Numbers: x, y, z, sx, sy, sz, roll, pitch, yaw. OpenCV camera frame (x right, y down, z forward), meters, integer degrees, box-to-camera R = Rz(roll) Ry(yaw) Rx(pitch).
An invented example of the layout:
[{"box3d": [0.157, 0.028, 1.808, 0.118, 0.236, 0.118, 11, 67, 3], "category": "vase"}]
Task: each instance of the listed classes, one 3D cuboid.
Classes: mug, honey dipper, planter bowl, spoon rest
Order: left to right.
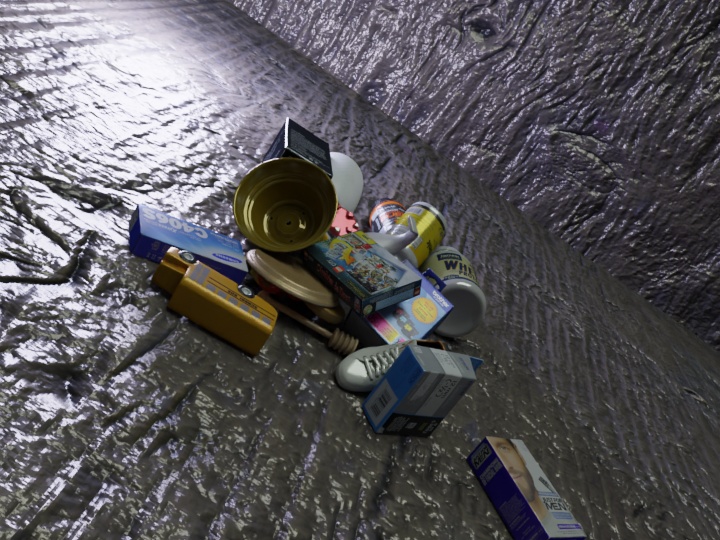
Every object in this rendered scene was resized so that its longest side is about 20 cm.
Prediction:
[{"box3d": [-0.141, -0.108, 1.334, 0.200, 0.200, 0.084, 43, -19, 17], "category": "planter bowl"}, {"box3d": [-0.096, 0.091, 1.242, 0.198, 0.038, 0.038, 31, 22, -5], "category": "honey dipper"}, {"box3d": [-0.080, -0.205, 1.648, 0.145, 0.203, 0.176, -7, 26, 13], "category": "mug"}, {"box3d": [0.049, -0.055, 1.532, 0.060, 0.198, 0.101, 18, 54, -49], "category": "spoon rest"}]

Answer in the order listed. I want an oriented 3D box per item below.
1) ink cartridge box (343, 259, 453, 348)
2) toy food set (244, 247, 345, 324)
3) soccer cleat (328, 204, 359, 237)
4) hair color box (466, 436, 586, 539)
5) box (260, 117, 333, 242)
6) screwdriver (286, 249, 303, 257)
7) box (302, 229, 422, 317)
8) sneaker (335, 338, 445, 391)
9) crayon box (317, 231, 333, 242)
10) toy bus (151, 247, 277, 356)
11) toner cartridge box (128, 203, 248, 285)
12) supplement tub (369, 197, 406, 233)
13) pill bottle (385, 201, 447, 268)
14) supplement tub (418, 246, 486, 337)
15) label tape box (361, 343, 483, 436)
[{"box3d": [0.083, 0.076, 1.338, 0.136, 0.077, 0.199, 44, 56, 9], "category": "ink cartridge box"}, {"box3d": [-0.124, 0.020, 1.279, 0.198, 0.049, 0.198, 21, 15, -36], "category": "toy food set"}, {"box3d": [-0.014, -0.058, 1.475, 0.200, 0.077, 0.067, 42, 61, 4], "category": "soccer cleat"}, {"box3d": [0.276, 0.380, 1.175, 0.108, 0.065, 0.201, 16, 28, -39], "category": "hair color box"}, {"box3d": [-0.157, -0.185, 1.477, 0.116, 0.198, 0.201, 27, 23, -20], "category": "box"}, {"box3d": [-0.091, -0.051, 1.385, 0.028, 0.197, 0.030, 118, -45, -76], "category": "screwdriver"}, {"box3d": [0.000, 0.000, 1.293, 0.135, 0.038, 0.200, -18, 40, -30], "category": "box"}, {"box3d": [0.054, 0.150, 1.190, 0.197, 0.085, 0.074, -11, 66, -24], "category": "sneaker"}, {"box3d": [-0.055, -0.030, 1.471, 0.126, 0.051, 0.201, 41, 13, -42], "category": "crayon box"}, {"box3d": [-0.230, 0.048, 1.088, 0.198, 0.065, 0.079, 32, 24, -12], "category": "toy bus"}, {"box3d": [-0.294, -0.040, 1.196, 0.198, 0.043, 0.096, 21, 28, -33], "category": "toner cartridge box"}, {"box3d": [0.082, -0.111, 1.803, 0.106, 0.108, 0.201, 24, 25, -27], "category": "supplement tub"}, {"box3d": [0.107, -0.058, 1.624, 0.111, 0.112, 0.200, 39, 62, 9], "category": "pill bottle"}, {"box3d": [0.205, 0.044, 1.623, 0.144, 0.146, 0.201, 28, 24, -18], "category": "supplement tub"}, {"box3d": [0.120, 0.208, 1.176, 0.198, 0.144, 0.066, 16, 28, -39], "category": "label tape box"}]
